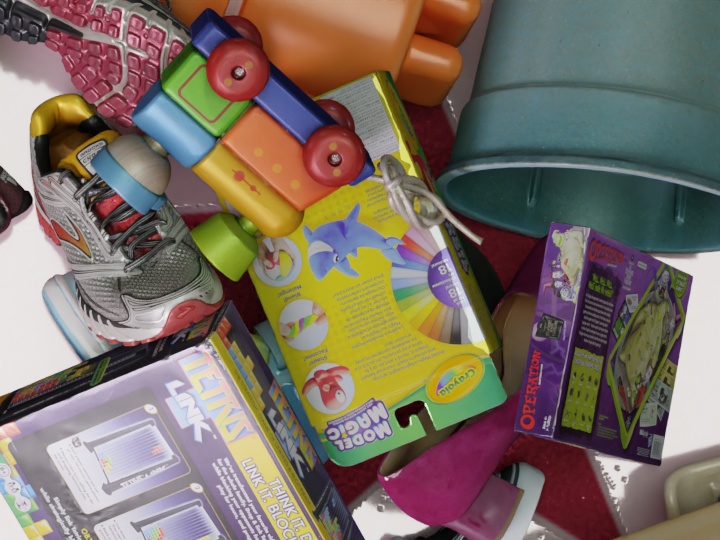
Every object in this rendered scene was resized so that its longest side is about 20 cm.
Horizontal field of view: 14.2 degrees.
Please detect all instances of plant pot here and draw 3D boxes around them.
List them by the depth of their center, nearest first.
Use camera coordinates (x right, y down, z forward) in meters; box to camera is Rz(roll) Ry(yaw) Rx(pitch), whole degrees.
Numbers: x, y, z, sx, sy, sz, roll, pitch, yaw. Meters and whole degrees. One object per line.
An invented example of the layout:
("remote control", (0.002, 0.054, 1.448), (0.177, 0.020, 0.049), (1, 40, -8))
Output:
("plant pot", (0.154, -0.128, 1.689), (0.200, 0.200, 0.197), (10, 78, -5))

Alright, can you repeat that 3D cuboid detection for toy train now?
("toy train", (-0.042, -0.038, 1.581), (0.200, 0.085, 0.116), (42, 98, -14))

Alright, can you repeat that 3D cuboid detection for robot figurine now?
("robot figurine", (-0.033, -0.160, 1.698), (0.199, 0.117, 0.144), (20, 111, -4))

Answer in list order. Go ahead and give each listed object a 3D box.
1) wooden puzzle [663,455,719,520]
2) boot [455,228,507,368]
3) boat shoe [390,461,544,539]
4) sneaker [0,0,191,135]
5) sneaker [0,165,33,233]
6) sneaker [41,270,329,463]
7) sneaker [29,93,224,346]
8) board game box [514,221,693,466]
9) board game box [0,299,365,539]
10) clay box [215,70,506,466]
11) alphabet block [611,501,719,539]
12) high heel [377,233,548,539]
("wooden puzzle", (0.292, 0.186, 1.730), (0.199, 0.046, 0.186), (-15, 104, -8))
("boot", (0.028, 0.009, 1.730), (0.200, 0.075, 0.074), (58, 41, -14))
("boat shoe", (0.033, 0.189, 1.715), (0.068, 0.072, 0.200), (35, 91, -5))
("sneaker", (-0.143, -0.151, 1.643), (0.200, 0.081, 0.075), (37, 45, 1))
("sneaker", (-0.235, -0.087, 1.702), (0.115, 0.076, 0.200), (24, 95, -9))
("sneaker", (-0.084, 0.047, 1.704), (0.131, 0.080, 0.200), (-44, 102, -4))
("sneaker", (-0.143, -0.029, 1.639), (0.078, 0.200, 0.082), (-26, 132, -16))
("board game box", (0.143, 0.046, 1.673), (0.032, 0.200, 0.120), (13, 87, 25))
("board game box", (-0.102, 0.137, 1.650), (0.165, 0.057, 0.200), (-22, 108, 19))
("clay box", (0.000, 0.000, 1.644), (0.115, 0.048, 0.201), (-22, 90, 12))
("alphabet block", (0.206, 0.260, 1.611), (0.199, 0.195, 0.197), (-19, 115, 0))
("high heel", (0.074, 0.054, 1.670), (0.096, 0.067, 0.201), (33, 65, -41))
